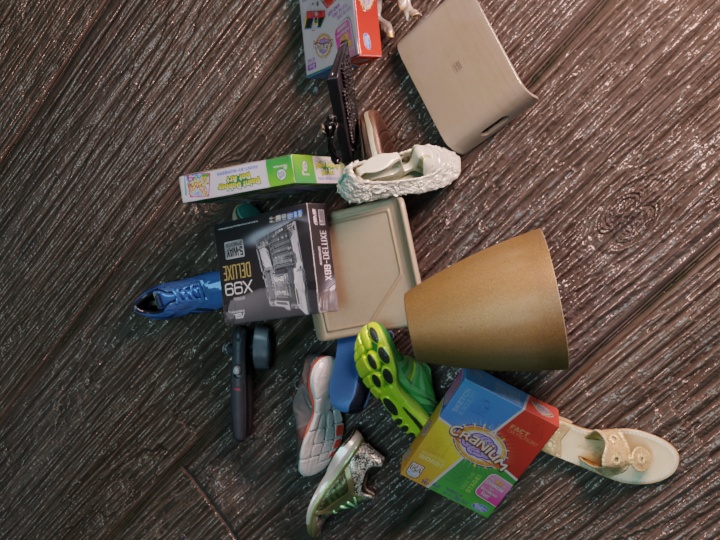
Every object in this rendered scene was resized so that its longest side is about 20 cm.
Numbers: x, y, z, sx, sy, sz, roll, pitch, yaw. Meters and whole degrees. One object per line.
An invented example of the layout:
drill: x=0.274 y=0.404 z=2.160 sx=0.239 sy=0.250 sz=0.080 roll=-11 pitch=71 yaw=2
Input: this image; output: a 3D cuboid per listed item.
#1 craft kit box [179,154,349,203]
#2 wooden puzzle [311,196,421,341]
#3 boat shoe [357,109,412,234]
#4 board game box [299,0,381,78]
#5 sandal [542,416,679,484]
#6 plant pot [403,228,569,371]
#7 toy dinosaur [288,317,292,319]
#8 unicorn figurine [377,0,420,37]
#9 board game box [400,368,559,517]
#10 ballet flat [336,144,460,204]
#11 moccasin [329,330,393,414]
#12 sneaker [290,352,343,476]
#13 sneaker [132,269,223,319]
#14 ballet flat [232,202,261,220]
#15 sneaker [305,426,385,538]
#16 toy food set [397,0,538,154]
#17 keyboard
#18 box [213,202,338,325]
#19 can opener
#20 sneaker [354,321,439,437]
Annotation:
craft kit box: x=-0.136 y=-0.137 z=1.250 sx=0.194 sy=0.199 sz=0.049 roll=-10 pitch=91 yaw=26
wooden puzzle: x=0.000 y=0.000 z=1.232 sx=0.197 sy=0.037 sz=0.189 roll=-11 pitch=93 yaw=29
boat shoe: x=0.017 y=-0.134 z=1.247 sx=0.074 sy=0.075 sz=0.206 roll=-13 pitch=90 yaw=21
board game box: x=-0.036 y=-0.401 z=1.221 sx=0.152 sy=0.040 sz=0.204 roll=0 pitch=96 yaw=56
sandal: x=0.328 y=0.254 z=1.145 sx=0.208 sy=0.069 sz=0.079 roll=13 pitch=100 yaw=23
plant pot: x=0.163 y=0.057 z=1.110 sx=0.196 sy=0.186 sz=0.190 roll=-12 pitch=90 yaw=7
toy dinosaur: x=-0.143 y=0.043 z=1.333 sx=0.198 sy=0.089 sz=0.048 roll=16 pitch=57 yaw=39
unicorn figurine: x=0.047 y=-0.424 z=1.206 sx=0.198 sy=0.073 sz=0.140 roll=-19 pitch=76 yaw=30
board game box: x=0.167 y=0.245 z=1.182 sx=0.151 sy=0.041 sz=0.202 roll=26 pitch=119 yaw=-4
ballet flat: x=0.062 y=-0.143 z=1.171 sx=0.197 sy=0.072 sz=0.073 roll=-17 pitch=88 yaw=-18
moccasin: x=0.002 y=0.120 z=1.279 sx=0.079 sy=0.068 sz=0.203 roll=14 pitch=78 yaw=35
sneaker: x=-0.076 y=0.228 z=1.340 sx=0.081 sy=0.076 sz=0.204 roll=19 pitch=101 yaw=50
sneaker: x=-0.298 y=0.045 z=1.408 sx=0.197 sy=0.078 sz=0.067 roll=-14 pitch=87 yaw=23
ballet flat: x=-0.139 y=-0.025 z=1.343 sx=0.200 sy=0.069 sz=0.070 roll=48 pitch=111 yaw=15
sneaker: x=-0.024 y=0.354 z=1.318 sx=0.088 sy=0.077 sz=0.202 roll=29 pitch=108 yaw=10
toy food set: x=0.151 y=-0.291 z=1.190 sx=0.143 sy=0.060 sz=0.202 roll=-33 pitch=80 yaw=35
keyboard: x=-0.024 y=-0.218 z=1.178 sx=0.020 sy=0.201 sz=0.129 roll=12 pitch=66 yaw=12
box: x=-0.130 y=-0.006 z=1.249 sx=0.197 sy=0.049 sz=0.161 roll=-8 pitch=87 yaw=37
can opener: x=-0.194 y=0.188 z=1.381 sx=0.077 sy=0.063 sz=0.204 roll=11 pitch=99 yaw=22
sneaker: x=0.056 y=0.156 z=1.233 sx=0.073 sy=0.084 sz=0.202 roll=-15 pitch=114 yaw=36
